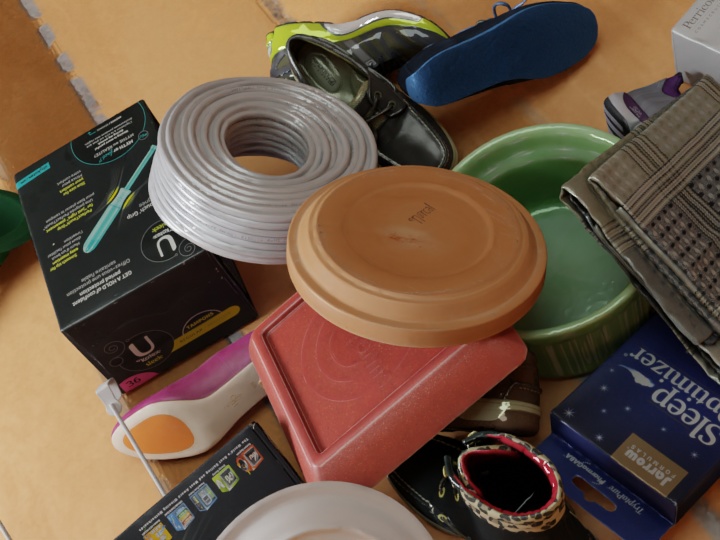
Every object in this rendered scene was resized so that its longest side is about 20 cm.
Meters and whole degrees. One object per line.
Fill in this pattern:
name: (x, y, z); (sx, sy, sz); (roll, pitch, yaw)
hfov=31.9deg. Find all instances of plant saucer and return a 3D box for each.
plant saucer: (0.043, -0.021, 0.952); (0.197, 0.033, 0.201); (2, 39, -2)
plant saucer: (0.005, 0.056, 0.978); (0.199, 0.037, 0.200); (-40, 44, 9)

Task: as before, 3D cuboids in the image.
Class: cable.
cable: (-0.082, -0.089, 1.092); (0.199, 0.070, 0.199); (36, 47, 21)

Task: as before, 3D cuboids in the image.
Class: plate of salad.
plate of salad: (-0.029, 0.253, 0.922); (0.200, 0.200, 0.048); (-44, 11, -9)

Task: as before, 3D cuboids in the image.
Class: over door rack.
over door rack: (-0.225, 0.209, 1.034); (0.147, 0.067, 0.201); (-32, 76, -1)

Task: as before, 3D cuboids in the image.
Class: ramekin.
ramekin: (0.156, -0.011, 1.036); (0.197, 0.098, 0.202); (-10, 57, 16)

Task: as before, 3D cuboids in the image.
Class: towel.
towel: (0.272, -0.039, 0.957); (0.199, 0.035, 0.193); (-37, 84, -29)

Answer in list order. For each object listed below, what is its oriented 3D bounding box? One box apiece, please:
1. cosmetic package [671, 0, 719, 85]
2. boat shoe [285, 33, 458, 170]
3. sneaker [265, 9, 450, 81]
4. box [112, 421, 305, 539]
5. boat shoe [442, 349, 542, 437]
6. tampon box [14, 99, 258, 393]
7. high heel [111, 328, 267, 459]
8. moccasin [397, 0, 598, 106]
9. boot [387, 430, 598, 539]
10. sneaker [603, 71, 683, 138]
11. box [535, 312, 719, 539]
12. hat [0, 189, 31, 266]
cosmetic package: (0.373, -0.180, 1.072); (0.199, 0.074, 0.102); (34, 75, 33)
boat shoe: (0.003, -0.150, 1.172); (0.201, 0.066, 0.072); (43, 102, 16)
sneaker: (-0.001, -0.202, 1.246); (0.198, 0.074, 0.082); (-4, 73, 22)
box: (-0.108, 0.241, 0.970); (0.199, 0.049, 0.162); (-39, 88, -5)
boat shoe: (0.058, 0.089, 1.010); (0.200, 0.074, 0.076); (0, 76, 35)
tampon box: (-0.210, -0.022, 1.171); (0.149, 0.127, 0.201); (-29, 54, 1)
high heel: (-0.129, 0.098, 1.114); (0.198, 0.068, 0.096); (-28, 29, 16)
moccasin: (0.123, -0.211, 1.170); (0.198, 0.081, 0.068); (-16, 22, -18)
boot: (0.084, 0.152, 0.927); (0.202, 0.154, 0.074); (29, 72, 34)
sneaker: (0.285, -0.097, 1.057); (0.087, 0.075, 0.201); (-27, 53, -2)
box: (0.231, 0.106, 0.947); (0.200, 0.033, 0.121); (-40, 53, -21)
hat: (-0.418, 0.031, 1.290); (0.165, 0.178, 0.199); (23, 32, 34)
